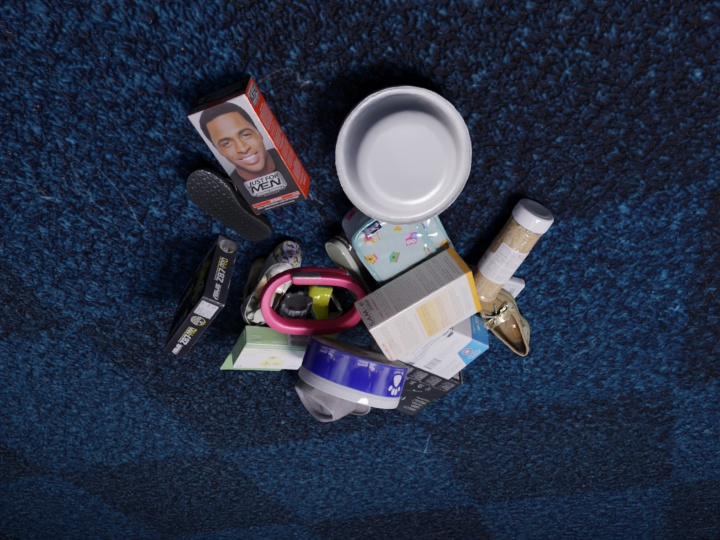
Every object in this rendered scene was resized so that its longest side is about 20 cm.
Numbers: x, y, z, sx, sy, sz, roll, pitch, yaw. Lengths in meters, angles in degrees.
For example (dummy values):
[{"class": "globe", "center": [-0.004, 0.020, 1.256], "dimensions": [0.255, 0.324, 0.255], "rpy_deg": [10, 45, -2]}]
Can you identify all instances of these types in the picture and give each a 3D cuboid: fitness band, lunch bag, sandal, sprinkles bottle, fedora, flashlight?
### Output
[{"class": "fitness band", "center": [-0.087, 0.059, 0.984], "dimensions": [0.200, 0.037, 0.144], "rpy_deg": [4, 127, -17]}, {"class": "lunch bag", "center": [0.072, -0.058, 0.926], "dimensions": [0.160, 0.077, 0.200], "rpy_deg": [-32, 132, 4]}, {"class": "sandal", "center": [-0.205, 0.057, 1.091], "dimensions": [0.080, 0.054, 0.200], "rpy_deg": [9, 135, -7]}, {"class": "sprinkles bottle", "center": [0.266, -0.033, 0.958], "dimensions": [0.068, 0.068, 0.200], "rpy_deg": [17, 126, -15]}, {"class": "fedora", "center": [-0.081, 0.293, 1.238], "dimensions": [0.200, 0.090, 0.177], "rpy_deg": [23, 138, 35]}, {"class": "flashlight", "center": [-0.153, 0.110, 1.101], "dimensions": [0.068, 0.068, 0.200], "rpy_deg": [31, 148, 6]}, {"class": "sandal", "center": [-0.232, -0.120, 0.924], "dimensions": [0.075, 0.048, 0.200], "rpy_deg": [-18, 145, 18]}]

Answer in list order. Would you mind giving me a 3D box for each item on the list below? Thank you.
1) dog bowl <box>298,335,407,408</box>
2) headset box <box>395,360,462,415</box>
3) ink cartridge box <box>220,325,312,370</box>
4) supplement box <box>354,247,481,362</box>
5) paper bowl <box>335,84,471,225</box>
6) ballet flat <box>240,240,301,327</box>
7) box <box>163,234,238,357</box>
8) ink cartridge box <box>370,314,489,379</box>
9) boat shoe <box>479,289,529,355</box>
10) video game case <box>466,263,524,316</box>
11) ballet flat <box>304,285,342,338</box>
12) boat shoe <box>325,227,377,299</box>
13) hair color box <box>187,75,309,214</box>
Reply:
[{"class": "dog bowl", "center": [-0.013, 0.191, 1.007], "dimensions": [0.200, 0.079, 0.200], "rpy_deg": [18, 178, 1]}, {"class": "headset box", "center": [0.108, 0.248, 1.249], "dimensions": [0.174, 0.093, 0.200], "rpy_deg": [25, 132, -22]}, {"class": "ink cartridge box", "center": [-0.200, 0.186, 1.107], "dimensions": [0.145, 0.048, 0.200], "rpy_deg": [8, 141, -27]}, {"class": "supplement box", "center": [0.105, 0.063, 0.937], "dimensions": [0.200, 0.074, 0.126], "rpy_deg": [-30, 139, -2]}, {"class": "paper bowl", "center": [0.062, -0.165, 0.769], "dimensions": [0.200, 0.104, 0.201], "rpy_deg": [-1, 111, -2]}, {"class": "ballet flat", "center": [-0.169, 0.036, 1.016], "dimensions": [0.072, 0.072, 0.200], "rpy_deg": [25, 115, -22]}, {"class": "box", "center": [-0.306, 0.052, 1.013], "dimensions": [0.049, 0.161, 0.200], "rpy_deg": [27, 132, -22]}, {"class": "ink cartridge box", "center": [0.143, 0.132, 1.102], "dimensions": [0.200, 0.086, 0.146], "rpy_deg": [25, 132, -16]}, {"class": "boat shoe", "center": [0.298, 0.103, 1.085], "dimensions": [0.073, 0.063, 0.200], "rpy_deg": [-29, 128, 29]}, {"class": "video game case", "center": [0.215, 0.065, 1.111], "dimensions": [0.182, 0.023, 0.200], "rpy_deg": [15, 135, -13]}, {"class": "ballet flat", "center": [-0.069, 0.103, 1.130], "dimensions": [0.067, 0.067, 0.200], "rpy_deg": [-10, 134, 1]}, {"class": "boat shoe", "center": [0.000, 0.000, 1.017], "dimensions": [0.072, 0.061, 0.201], "rpy_deg": [21, 150, 38]}, {"class": "hair color box", "center": [-0.169, -0.190, 0.833], "dimensions": [0.101, 0.061, 0.200], "rpy_deg": [-15, 133, 18]}]
